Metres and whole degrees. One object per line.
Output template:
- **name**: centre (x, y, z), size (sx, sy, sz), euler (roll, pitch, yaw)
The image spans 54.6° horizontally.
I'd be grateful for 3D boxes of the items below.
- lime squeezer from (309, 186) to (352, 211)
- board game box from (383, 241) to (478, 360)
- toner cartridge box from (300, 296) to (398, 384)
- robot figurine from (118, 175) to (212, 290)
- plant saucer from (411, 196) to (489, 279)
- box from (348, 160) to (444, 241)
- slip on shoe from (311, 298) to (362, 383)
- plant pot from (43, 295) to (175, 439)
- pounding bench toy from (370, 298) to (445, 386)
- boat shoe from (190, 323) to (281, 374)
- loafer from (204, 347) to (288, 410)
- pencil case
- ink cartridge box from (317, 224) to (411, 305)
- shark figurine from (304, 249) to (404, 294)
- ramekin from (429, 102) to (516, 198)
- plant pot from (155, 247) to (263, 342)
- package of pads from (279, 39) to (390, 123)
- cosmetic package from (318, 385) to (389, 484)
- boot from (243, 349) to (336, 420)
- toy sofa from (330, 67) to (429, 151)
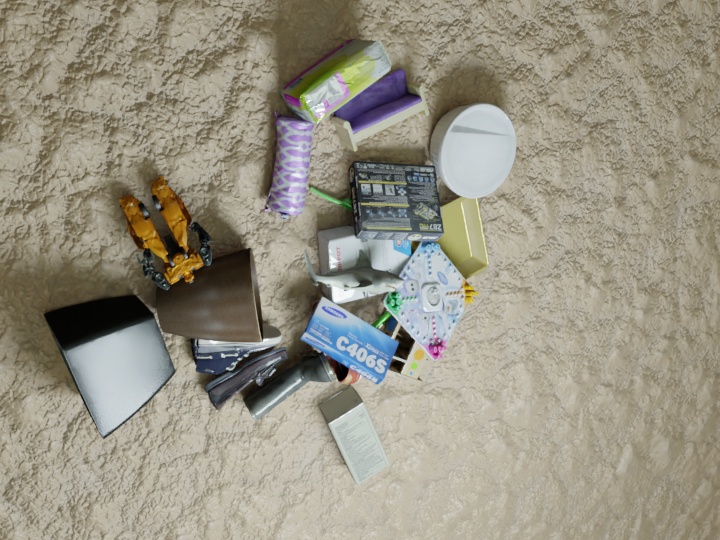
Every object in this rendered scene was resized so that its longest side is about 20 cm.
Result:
- **lime squeezer**: centre (-0.013, -0.160, 1.519), size (0.194, 0.038, 0.073), euler (-11, 112, -20)
- **board game box**: centre (0.164, 0.060, 1.562), size (0.200, 0.026, 0.202), euler (47, 63, -24)
- **toner cartridge box**: centre (-0.022, 0.151, 1.500), size (0.197, 0.043, 0.097), euler (30, 59, -6)
- **robot figurine**: centre (-0.370, -0.067, 1.336), size (0.142, 0.058, 0.204), euler (-29, 92, -11)
- **plant saucer**: centre (0.198, -0.063, 1.634), size (0.196, 0.048, 0.205), euler (-26, 119, -18)
- **box**: centre (0.077, -0.149, 1.502), size (0.194, 0.049, 0.166), euler (0, 70, -20)
- **slip on shoe**: centre (-0.057, 0.156, 1.542), size (0.061, 0.073, 0.205), euler (-7, 70, -56)
- **plant pot**: centre (-0.473, 0.159, 1.344), size (0.175, 0.198, 0.205), euler (-28, 117, -25)
- **pounding bench toy**: centre (0.071, 0.145, 1.612), size (0.196, 0.124, 0.160), euler (21, 98, -28)
- **boat shoe**: centre (-0.270, 0.169, 1.505), size (0.194, 0.075, 0.095), euler (2, 115, -17)
- **loafer**: centre (-0.242, 0.236, 1.525), size (0.196, 0.072, 0.064), euler (-26, 78, -7)
- **pencil case**: centre (-0.145, -0.213, 1.420), size (0.083, 0.084, 0.206), euler (9, 104, -2)
- **ink cartridge box**: centre (0.010, -0.026, 1.548), size (0.194, 0.084, 0.150), euler (-12, 113, -20)
- **shark figurine**: centre (-0.019, 0.000, 1.468), size (0.207, 0.128, 0.093), euler (6, 81, -7)
- **ramekin**: centre (0.244, -0.274, 1.563), size (0.196, 0.094, 0.209), euler (-8, 111, -21)
- **plant pot**: centre (-0.303, 0.064, 1.402), size (0.193, 0.188, 0.193), euler (-8, 112, -5)
- **package of pads**: centre (-0.050, -0.374, 1.361), size (0.198, 0.154, 0.069), euler (-38, 119, -8)
- **cosmetic package**: centre (-0.015, 0.396, 1.681), size (0.101, 0.087, 0.204), euler (-26, 117, -12)
- **boot**: centre (-0.158, 0.254, 1.525), size (0.196, 0.181, 0.074), euler (-27, 93, -16)
- **toy sofa**: centre (0.038, -0.338, 1.455), size (0.196, 0.083, 0.100), euler (-27, 118, -13)
